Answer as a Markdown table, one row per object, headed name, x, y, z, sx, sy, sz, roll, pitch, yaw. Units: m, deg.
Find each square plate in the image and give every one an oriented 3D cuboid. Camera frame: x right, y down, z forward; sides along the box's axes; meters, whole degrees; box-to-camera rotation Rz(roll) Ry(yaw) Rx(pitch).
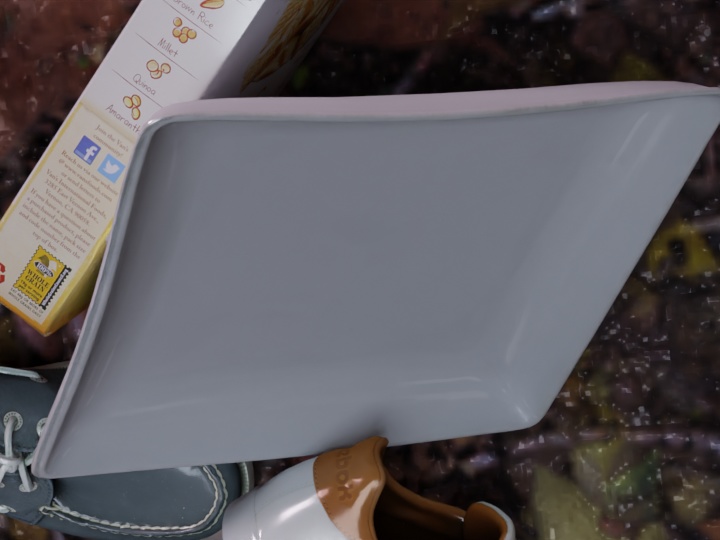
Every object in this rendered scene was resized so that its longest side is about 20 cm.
| name | x | y | z | sx | sy | sz | roll | pitch | yaw |
| --- | --- | --- | --- | --- | --- | --- | --- | --- | --- |
| square plate | 0.000 | 0.000 | 0.800 | 0.199 | 0.029 | 0.198 | -5 | 145 | -23 |

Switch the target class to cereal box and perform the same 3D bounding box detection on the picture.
| name | x | y | z | sx | sy | sz | roll | pitch | yaw |
| --- | --- | --- | --- | --- | --- | --- | --- | --- | --- |
| cereal box | -0.043 | -0.080 | 0.799 | 0.039 | 0.144 | 0.200 | 38 | 110 | 4 |

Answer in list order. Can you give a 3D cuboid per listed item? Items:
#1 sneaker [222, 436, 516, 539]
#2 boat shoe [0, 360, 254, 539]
| name | x | y | z | sx | sy | sz | roll | pitch | yaw |
| --- | --- | --- | --- | --- | --- | --- | --- | --- | --- |
| sneaker | 0.041 | 0.143 | 0.885 | 0.085 | 0.073 | 0.200 | -33 | 115 | 21 |
| boat shoe | -0.140 | 0.067 | 0.906 | 0.199 | 0.062 | 0.073 | 17 | 110 | 2 |
